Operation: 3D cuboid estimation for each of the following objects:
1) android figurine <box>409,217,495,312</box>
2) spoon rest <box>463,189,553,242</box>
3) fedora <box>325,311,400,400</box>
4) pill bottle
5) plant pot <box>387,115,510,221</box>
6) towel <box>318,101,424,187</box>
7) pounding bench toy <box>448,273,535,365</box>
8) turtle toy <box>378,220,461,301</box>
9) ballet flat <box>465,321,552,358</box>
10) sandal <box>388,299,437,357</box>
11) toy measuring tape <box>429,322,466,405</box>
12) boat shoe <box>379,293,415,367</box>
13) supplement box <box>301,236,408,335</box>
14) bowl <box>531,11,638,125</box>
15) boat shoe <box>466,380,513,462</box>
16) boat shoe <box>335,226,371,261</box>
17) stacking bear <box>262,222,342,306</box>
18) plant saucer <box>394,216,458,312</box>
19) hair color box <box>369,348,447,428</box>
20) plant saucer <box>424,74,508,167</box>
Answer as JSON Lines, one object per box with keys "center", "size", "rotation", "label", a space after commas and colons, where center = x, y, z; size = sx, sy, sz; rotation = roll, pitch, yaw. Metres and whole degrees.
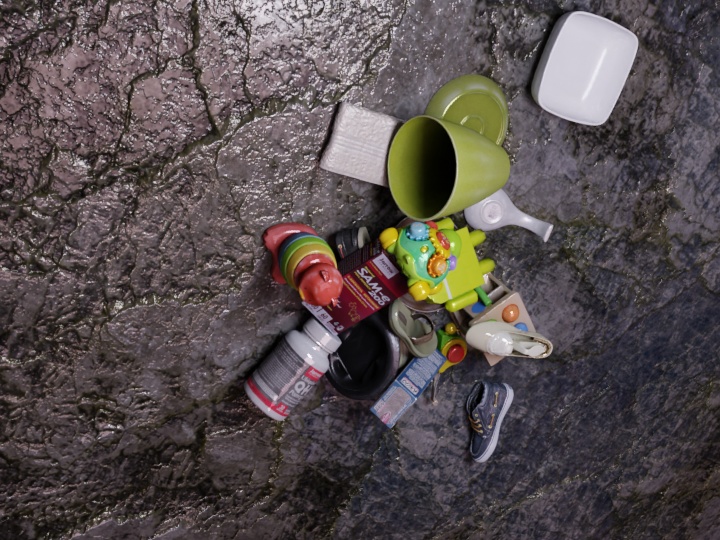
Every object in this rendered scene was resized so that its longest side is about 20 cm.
{"center": [0.176, -0.008, 1.669], "size": [0.198, 0.041, 0.185], "rotation": [-24, 97, -21], "label": "android figurine"}
{"center": [0.308, -0.116, 1.753], "size": [0.197, 0.061, 0.101], "rotation": [20, 104, -17], "label": "spoon rest"}
{"center": [0.014, 0.165, 1.706], "size": [0.091, 0.199, 0.203], "rotation": [-12, 124, -56], "label": "fedora"}
{"center": [-0.132, 0.192, 1.657], "size": [0.201, 0.111, 0.110], "rotation": [-49, 123, 4], "label": "pill bottle"}
{"center": [0.183, -0.191, 1.559], "size": [0.198, 0.186, 0.190], "rotation": [-5, 117, -40], "label": "plant pot"}
{"center": [0.026, -0.235, 1.574], "size": [0.197, 0.034, 0.134], "rotation": [13, 106, -29], "label": "towel"}
{"center": [0.261, 0.071, 1.752], "size": [0.123, 0.156, 0.201], "rotation": [-34, 123, -5], "label": "pounding bench toy"}
{"center": [0.127, -0.034, 1.555], "size": [0.100, 0.199, 0.147], "rotation": [-34, 82, 23], "label": "turtle toy"}
{"center": [0.306, 0.147, 1.676], "size": [0.197, 0.070, 0.070], "rotation": [8, 110, -27], "label": "ballet flat"}
{"center": [0.115, 0.118, 1.657], "size": [0.057, 0.081, 0.201], "rotation": [-13, 152, 22], "label": "sandal"}
{"center": [0.197, 0.207, 1.841], "size": [0.072, 0.074, 0.203], "rotation": [-5, 115, -22], "label": "toy measuring tape"}
{"center": [0.084, 0.107, 1.747], "size": [0.066, 0.073, 0.203], "rotation": [-10, 112, -46], "label": "boat shoe"}
{"center": [-0.005, 0.031, 1.599], "size": [0.199, 0.061, 0.109], "rotation": [-32, 120, 22], "label": "supplement box"}
{"center": [0.435, -0.406, 1.654], "size": [0.197, 0.075, 0.202], "rotation": [10, 109, -29], "label": "bowl"}
{"center": [0.282, 0.353, 1.953], "size": [0.090, 0.071, 0.203], "rotation": [14, 100, -28], "label": "boat shoe"}
{"center": [0.000, -0.002, 1.658], "size": [0.062, 0.074, 0.203], "rotation": [-5, 132, 15], "label": "boat shoe"}
{"center": [-0.094, -0.001, 1.529], "size": [0.112, 0.200, 0.123], "rotation": [-19, 120, -14], "label": "stacking bear"}
{"center": [0.130, -0.017, 1.690], "size": [0.197, 0.032, 0.204], "rotation": [0, 90, -23], "label": "plant saucer"}
{"center": [0.104, 0.236, 1.730], "size": [0.060, 0.200, 0.100], "rotation": [41, 120, 7], "label": "hair color box"}
{"center": [0.215, -0.283, 1.638], "size": [0.197, 0.031, 0.203], "rotation": [-10, 117, -20], "label": "plant saucer"}
